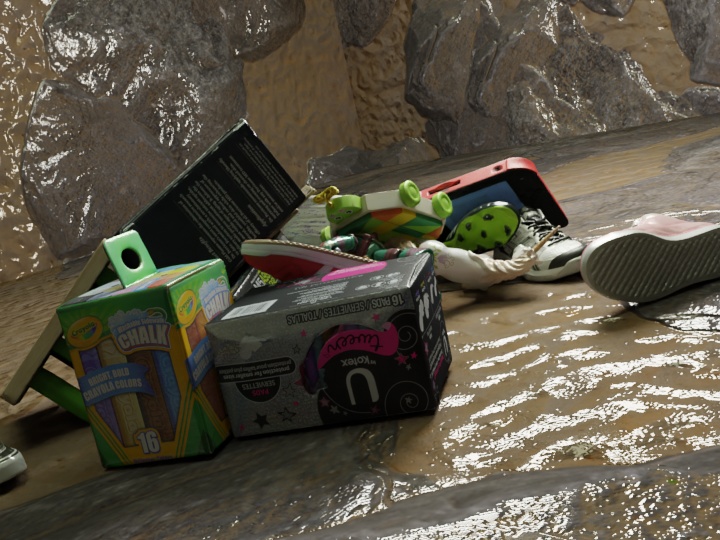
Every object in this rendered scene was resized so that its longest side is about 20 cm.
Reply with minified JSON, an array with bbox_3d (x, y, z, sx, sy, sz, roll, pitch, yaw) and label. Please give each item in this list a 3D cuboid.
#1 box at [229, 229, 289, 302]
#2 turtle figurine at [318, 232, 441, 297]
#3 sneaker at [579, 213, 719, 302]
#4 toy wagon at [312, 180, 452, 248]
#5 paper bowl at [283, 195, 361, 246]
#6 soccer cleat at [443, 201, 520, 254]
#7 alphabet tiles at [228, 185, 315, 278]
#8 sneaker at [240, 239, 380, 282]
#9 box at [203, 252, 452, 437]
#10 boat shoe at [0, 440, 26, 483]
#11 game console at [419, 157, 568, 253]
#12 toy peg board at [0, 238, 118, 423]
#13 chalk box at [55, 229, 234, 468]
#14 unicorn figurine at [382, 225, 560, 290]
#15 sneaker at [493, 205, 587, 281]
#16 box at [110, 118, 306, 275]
[{"bbox_3d":[-0.159,0.048,1.032,0.159,0.044,0.201,-38,13,23],"label":"box"},{"bbox_3d":[0.000,0.000,1.068,0.197,0.150,0.102,11,60,33],"label":"turtle figurine"},{"bbox_3d":[0.307,-0.016,0.965,0.196,0.077,0.104,-9,13,-20],"label":"sneaker"},{"bbox_3d":[0.018,-0.063,1.127,0.154,0.040,0.198,-27,-25,35],"label":"toy wagon"},{"bbox_3d":[-0.023,-0.045,1.356,0.196,0.107,0.201,6,-8,1],"label":"paper bowl"},{"bbox_3d":[0.160,-0.057,1.198,0.082,0.067,0.200,-61,8,-28],"label":"soccer cleat"},{"bbox_3d":[-0.135,-0.037,1.123,0.200,0.006,0.166,-44,13,-2],"label":"alphabet tiles"},{"bbox_3d":[-0.039,0.036,0.930,0.196,0.115,0.071,13,-1,-18],"label":"sneaker"},{"bbox_3d":[-0.024,0.071,0.825,0.196,0.117,0.132,-12,11,16],"label":"box"},{"bbox_3d":[-0.408,0.180,0.875,0.197,0.065,0.070,-6,12,36],"label":"boat shoe"},{"bbox_3d":[0.183,-0.081,1.271,0.197,0.177,0.032,-18,51,25],"label":"game console"},{"bbox_3d":[-0.324,0.087,1.045,0.202,0.097,0.199,-60,13,-17],"label":"toy peg board"},{"bbox_3d":[-0.191,0.063,0.832,0.121,0.204,0.124,-9,11,19],"label":"chalk box"},{"bbox_3d":[0.134,-0.010,1.107,0.196,0.076,0.137,-3,0,-14],"label":"unicorn figurine"},{"bbox_3d":[0.231,-0.040,1.165,0.074,0.090,0.199,-15,12,-23],"label":"sneaker"},{"bbox_3d":[-0.196,-0.055,1.066,0.196,0.124,0.199,-44,12,-19],"label":"box"}]
